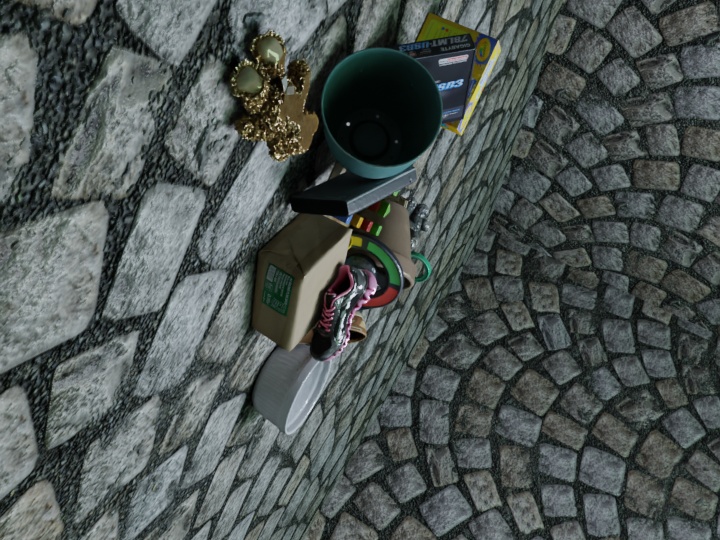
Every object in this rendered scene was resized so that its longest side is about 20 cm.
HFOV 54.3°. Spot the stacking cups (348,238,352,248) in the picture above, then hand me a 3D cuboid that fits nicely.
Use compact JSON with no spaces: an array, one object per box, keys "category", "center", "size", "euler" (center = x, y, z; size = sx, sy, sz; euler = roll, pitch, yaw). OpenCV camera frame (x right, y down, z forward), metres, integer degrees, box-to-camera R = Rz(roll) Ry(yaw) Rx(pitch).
[{"category":"stacking cups","center":[-0.069,-0.010,1.479],"size":[0.061,0.060,0.201],"euler":[-53,173,-36]}]

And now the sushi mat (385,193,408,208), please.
[{"category":"sushi mat","center":[0.060,-0.115,1.744],"size":[0.012,0.095,0.201],"euler":[-29,145,-42]}]

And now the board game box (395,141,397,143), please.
[{"category":"board game box","center":[0.096,-0.293,1.642],"size":[0.200,0.034,0.136],"euler":[78,31,-68]}]

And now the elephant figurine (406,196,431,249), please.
[{"category":"elephant figurine","center":[0.103,-0.089,1.837],"size":[0.156,0.140,0.201],"euler":[79,23,-45]}]

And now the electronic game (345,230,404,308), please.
[{"category":"electronic game","center":[0.000,0.000,1.507],"size":[0.042,0.198,0.201],"euler":[-57,165,-45]}]

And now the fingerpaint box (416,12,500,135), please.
[{"category":"fingerpaint box","center":[0.182,-0.418,1.502],"size":[0.202,0.166,0.073],"euler":[-66,166,5]}]

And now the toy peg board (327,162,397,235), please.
[{"category":"toy peg board","center":[0.011,-0.169,1.462],"size":[0.202,0.097,0.199],"euler":[-66,166,6]}]

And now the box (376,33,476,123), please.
[{"category":"box","center":[0.112,-0.352,1.351],"size":[0.199,0.198,0.050],"euler":[91,-14,-63]}]

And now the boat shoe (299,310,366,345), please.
[{"category":"boat shoe","center":[-0.075,0.134,1.542],"size":[0.198,0.074,0.076],"euler":[-8,137,-24]}]

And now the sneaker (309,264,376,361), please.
[{"category":"sneaker","center":[-0.050,0.076,1.344],"size":[0.095,0.079,0.201],"euler":[36,80,-53]}]

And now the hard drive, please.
[{"category":"hard drive","center":[-0.011,-0.146,1.265],"size":[0.199,0.139,0.033],"euler":[-32,120,-42]}]

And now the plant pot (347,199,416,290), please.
[{"category":"plant pot","center":[0.045,-0.065,1.634],"size":[0.200,0.198,0.176],"euler":[72,30,-70]}]

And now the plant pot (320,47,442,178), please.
[{"category":"plant pot","center":[0.026,-0.250,1.200],"size":[0.202,0.199,0.161],"euler":[-61,-178,-11]}]

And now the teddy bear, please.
[{"category":"teddy bear","center":[-0.122,-0.235,0.962],"size":[0.200,0.066,0.146],"euler":[21,85,-70]}]

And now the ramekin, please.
[{"category":"ramekin","center":[-0.159,0.255,1.580],"size":[0.201,0.104,0.201],"euler":[-57,164,-26]}]

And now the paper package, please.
[{"category":"paper package","center":[-0.113,0.016,1.329],"size":[0.191,0.103,0.201],"euler":[-49,161,-46]}]

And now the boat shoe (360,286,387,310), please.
[{"category":"boat shoe","center":[-0.030,0.083,1.613],"size":[0.198,0.062,0.073],"euler":[-20,168,3]}]

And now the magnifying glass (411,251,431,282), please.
[{"category":"magnifying glass","center":[0.084,-0.034,1.746],"size":[0.022,0.199,0.080],"euler":[-48,163,-48]}]
